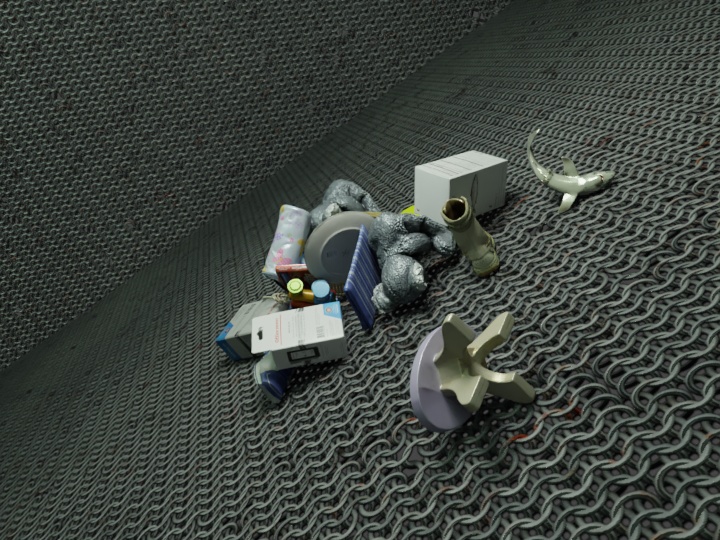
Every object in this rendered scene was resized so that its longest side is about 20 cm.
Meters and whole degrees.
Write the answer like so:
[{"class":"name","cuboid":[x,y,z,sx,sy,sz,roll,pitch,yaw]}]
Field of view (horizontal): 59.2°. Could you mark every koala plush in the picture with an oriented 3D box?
[{"class":"koala plush","cuboid":[0.094,-0.011,1.397,0.177,0.183,0.201,-30,40,43]},{"class":"koala plush","cuboid":[-0.073,-0.147,1.760,0.177,0.184,0.200,-29,2,44]}]

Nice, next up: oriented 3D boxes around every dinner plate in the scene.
[{"class":"dinner plate","cuboid":[-0.034,-0.047,1.486,0.200,0.200,0.024,-35,40,2]}]

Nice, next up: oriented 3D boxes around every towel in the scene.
[{"class":"towel","cuboid":[0.009,0.016,1.425,0.024,0.145,0.201,-7,45,23]}]

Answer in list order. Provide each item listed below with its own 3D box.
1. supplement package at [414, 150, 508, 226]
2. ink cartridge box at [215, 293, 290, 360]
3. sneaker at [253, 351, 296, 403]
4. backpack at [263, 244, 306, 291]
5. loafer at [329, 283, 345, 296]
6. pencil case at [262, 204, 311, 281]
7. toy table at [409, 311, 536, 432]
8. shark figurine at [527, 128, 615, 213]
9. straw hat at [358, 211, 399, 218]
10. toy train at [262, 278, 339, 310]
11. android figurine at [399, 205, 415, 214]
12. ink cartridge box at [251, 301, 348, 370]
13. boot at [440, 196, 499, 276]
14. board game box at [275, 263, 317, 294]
[{"class":"supplement package","cuboid":[0.234,-0.196,1.480,0.199,0.117,0.117,-22,34,-33]},{"class":"ink cartridge box","cuboid":[-0.263,0.150,1.671,0.199,0.084,0.146,-14,30,41]},{"class":"sneaker","cuboid":[-0.168,0.199,1.441,0.115,0.081,0.200,-32,21,16]},{"class":"backpack","cuboid":[-0.152,-0.003,1.742,0.199,0.163,0.154,-20,44,30]},{"class":"loafer","cuboid":[0.000,0.000,1.617,0.199,0.076,0.068,-25,21,1]},{"class":"pencil case","cuboid":[-0.192,-0.070,1.646,0.083,0.090,0.201,51,-127,-76]},{"class":"toy table","cuboid":[0.165,0.146,0.967,0.117,0.183,0.201,-35,28,48]},{"class":"shark figurine","cuboid":[0.427,-0.206,1.374,0.128,0.214,0.089,-59,-25,16]},{"class":"straw hat","cuboid":[0.086,-0.093,1.562,0.200,0.086,0.201,4,9,-1]},{"class":"toy train","cuboid":[-0.158,0.060,1.545,0.199,0.116,0.085,8,63,10]},{"class":"android figurine","cuboid":[0.137,-0.112,1.676,0.182,0.041,0.200,-30,26,17]},{"class":"ink cartridge box","cuboid":[-0.134,0.146,1.392,0.199,0.068,0.116,-10,39,0]},{"class":"boot","cuboid":[0.227,-0.092,1.356,0.072,0.155,0.200,-30,23,13]},{"class":"board game box","cuboid":[-0.144,0.030,1.600,0.102,0.200,0.020,-4,68,4]}]
